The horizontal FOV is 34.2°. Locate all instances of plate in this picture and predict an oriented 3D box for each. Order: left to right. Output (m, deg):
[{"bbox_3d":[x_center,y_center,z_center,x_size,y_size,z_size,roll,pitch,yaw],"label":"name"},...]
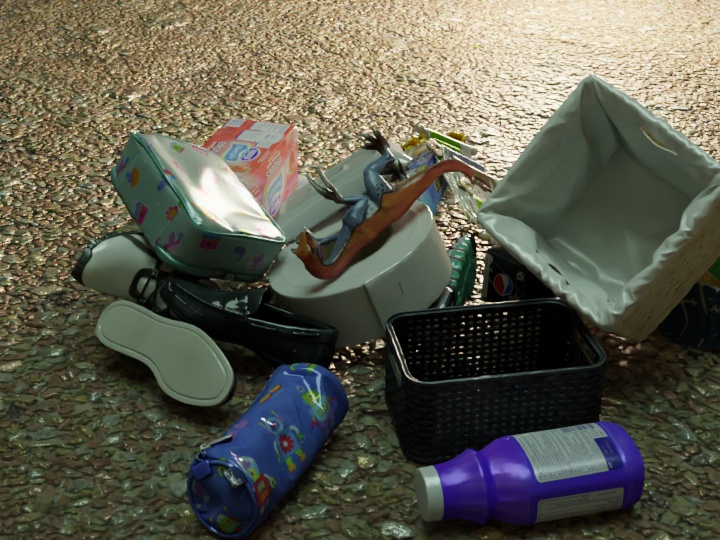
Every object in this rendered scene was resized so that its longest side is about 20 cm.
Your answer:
[{"bbox_3d":[-0.033,-0.103,1.453,0.199,0.032,0.200,-32,11,3],"label":"plate"}]

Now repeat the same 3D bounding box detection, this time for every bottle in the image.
[{"bbox_3d":[0.149,0.185,1.042,0.198,0.066,0.084,-7,28,-12],"label":"bottle"}]

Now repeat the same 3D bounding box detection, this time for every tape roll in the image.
[{"bbox_3d":[0.000,0.000,1.316,0.201,0.071,0.203,-19,26,10],"label":"tape roll"}]

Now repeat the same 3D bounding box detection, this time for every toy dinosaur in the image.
[{"bbox_3d":[0.005,-0.066,1.263,0.198,0.105,0.182,-1,51,20],"label":"toy dinosaur"}]

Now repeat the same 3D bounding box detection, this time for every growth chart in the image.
[{"bbox_3d":[0.152,-0.095,1.477,0.144,0.018,0.201,9,46,-50],"label":"growth chart"}]

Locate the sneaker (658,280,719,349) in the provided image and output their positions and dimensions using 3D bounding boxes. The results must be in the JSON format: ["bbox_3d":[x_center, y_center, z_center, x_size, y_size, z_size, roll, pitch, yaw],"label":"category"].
[{"bbox_3d":[0.355,0.027,1.331,0.199,0.078,0.085,17,29,29],"label":"sneaker"}]

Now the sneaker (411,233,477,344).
[{"bbox_3d":[0.081,0.012,1.363,0.087,0.075,0.200,3,29,17],"label":"sneaker"}]

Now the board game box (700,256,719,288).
[{"bbox_3d":[0.385,-0.044,1.375,0.040,0.154,0.200,-32,36,-11],"label":"board game box"}]

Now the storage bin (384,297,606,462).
[{"bbox_3d":[0.130,0.106,1.162,0.198,0.094,0.135,-6,29,-8],"label":"storage bin"}]

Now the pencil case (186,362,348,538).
[{"bbox_3d":[-0.086,0.158,1.077,0.078,0.087,0.200,-23,13,34],"label":"pencil case"}]

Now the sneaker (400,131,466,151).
[{"bbox_3d":[0.067,-0.156,1.669,0.199,0.078,0.073,-20,30,-34],"label":"sneaker"}]

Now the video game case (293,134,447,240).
[{"bbox_3d":[0.022,-0.088,1.499,0.180,0.046,0.200,-21,20,25],"label":"video game case"}]

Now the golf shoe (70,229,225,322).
[{"bbox_3d":[-0.221,0.014,1.296,0.199,0.078,0.094,11,25,-46],"label":"golf shoe"}]

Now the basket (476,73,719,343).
[{"bbox_3d":[0.267,-0.055,1.224,0.198,0.200,0.161,43,8,30],"label":"basket"}]

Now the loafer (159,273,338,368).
[{"bbox_3d":[-0.117,0.046,1.242,0.199,0.071,0.068,25,19,6],"label":"loafer"}]

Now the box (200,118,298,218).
[{"bbox_3d":[-0.158,-0.117,1.532,0.102,0.095,0.200,7,30,13],"label":"box"}]

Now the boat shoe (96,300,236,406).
[{"bbox_3d":[-0.195,0.093,1.225,0.199,0.060,0.074,20,77,35],"label":"boat shoe"}]

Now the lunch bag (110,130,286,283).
[{"bbox_3d":[-0.182,-0.067,1.331,0.160,0.077,0.200,13,32,-50],"label":"lunch bag"}]

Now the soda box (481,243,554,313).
[{"bbox_3d":[0.233,-0.019,1.417,0.063,0.071,0.199,27,39,35],"label":"soda box"}]

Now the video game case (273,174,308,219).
[{"bbox_3d":[-0.166,-0.100,1.624,0.181,0.024,0.199,21,34,34],"label":"video game case"}]
